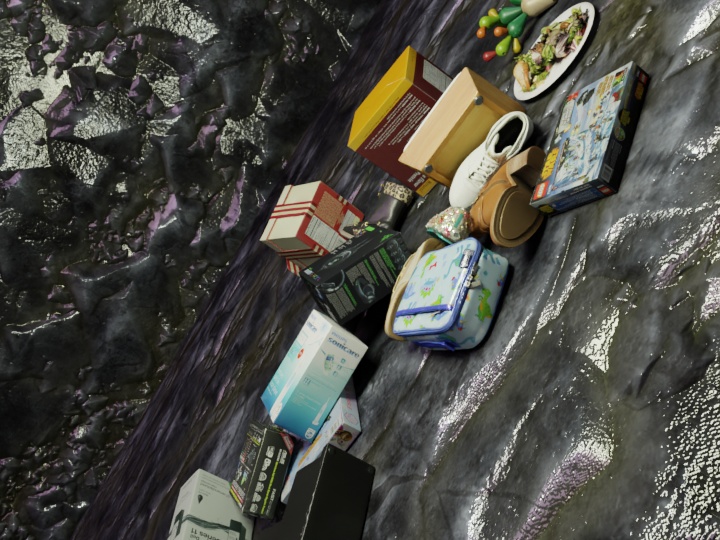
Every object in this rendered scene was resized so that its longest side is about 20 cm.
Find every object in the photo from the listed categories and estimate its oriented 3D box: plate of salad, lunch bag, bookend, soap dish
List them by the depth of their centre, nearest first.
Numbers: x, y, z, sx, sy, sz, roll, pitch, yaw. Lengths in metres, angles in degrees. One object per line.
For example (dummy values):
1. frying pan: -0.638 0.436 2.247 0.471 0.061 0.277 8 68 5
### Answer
1. lunch bag: 0.134 0.043 1.154 0.200 0.082 0.162 -13 52 67
2. bookend: -0.085 0.404 1.156 0.200 0.092 0.200 -43 23 44
3. soap dish: 0.187 -0.236 1.334 0.200 0.157 0.081 -53 36 20
4. plate of salad: 0.337 -0.397 1.341 0.200 0.048 0.201 -50 20 26

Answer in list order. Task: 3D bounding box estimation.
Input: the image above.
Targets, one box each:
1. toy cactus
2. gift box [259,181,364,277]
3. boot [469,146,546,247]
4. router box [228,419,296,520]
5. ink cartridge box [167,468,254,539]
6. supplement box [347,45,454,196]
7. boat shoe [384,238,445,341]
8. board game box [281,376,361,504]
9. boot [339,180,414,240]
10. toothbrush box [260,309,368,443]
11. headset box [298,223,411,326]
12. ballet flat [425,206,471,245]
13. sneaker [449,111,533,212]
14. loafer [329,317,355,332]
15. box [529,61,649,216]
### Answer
1. toy cactus: 0.323 -0.519 1.531 0.164 0.102 0.201 -14 42 39
2. gift box: -0.119 -0.094 1.874 0.186 0.200 0.185 0 56 51
3. boot: 0.213 -0.084 1.156 0.155 0.073 0.201 -41 15 54
4. router box: -0.188 0.370 1.412 0.200 0.062 0.151 161 127 -73
5. ink cartridge box: -0.288 0.509 1.444 0.083 0.146 0.201 -47 23 28
6. supplement box: 0.114 -0.300 1.530 0.197 0.199 0.133 -45 24 37
7. boat shoe: 0.092 0.039 1.293 0.201 0.073 0.069 -61 12 -26
8. board game box: -0.078 0.297 1.378 0.201 0.041 0.200 -53 19 18
9. boot: 0.037 -0.119 1.659 0.151 0.073 0.200 -62 22 -4
10. toothbrush box: -0.088 0.189 1.372 0.201 0.085 0.146 -58 18 -1
11. headset box: 0.000 0.000 1.446 0.199 0.093 0.174 -33 16 -9
12. ballet flat: 0.155 -0.075 1.255 0.064 0.075 0.200 -61 5 3
13. sneaker: 0.210 -0.182 1.248 0.201 0.073 0.116 -55 -8 14
14. loafer: -0.030 0.062 1.574 0.063 0.071 0.201 -29 38 64
15. box: 0.324 -0.183 1.061 0.137 0.040 0.201 -20 43 61
